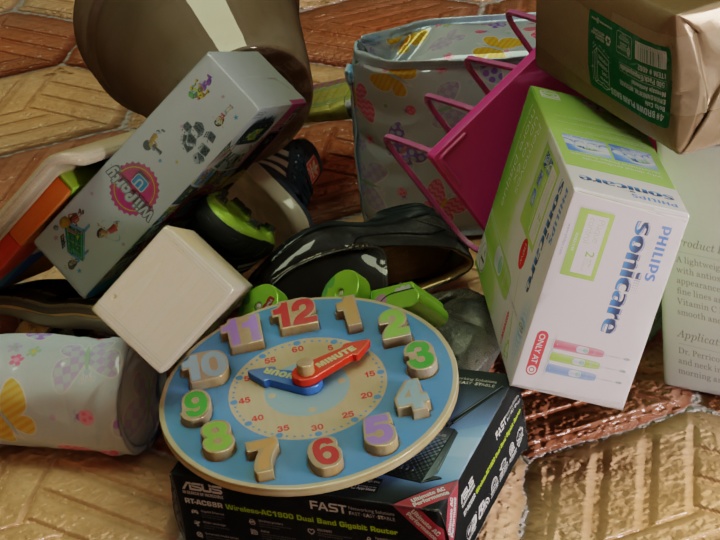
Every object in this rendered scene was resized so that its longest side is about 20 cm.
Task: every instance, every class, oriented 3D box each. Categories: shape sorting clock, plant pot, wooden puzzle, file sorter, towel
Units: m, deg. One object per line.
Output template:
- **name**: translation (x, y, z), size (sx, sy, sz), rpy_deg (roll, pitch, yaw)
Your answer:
- **shape sorting clock**: translation (-0.034, 0.077, 1.313), size (0.198, 0.040, 0.201), rpy_deg (-7, 31, 4)
- **plant pot**: translation (-0.125, -0.184, 1.689), size (0.198, 0.201, 0.174), rpy_deg (-14, 41, -17)
- **wooden puzzle**: translation (-0.244, -0.039, 1.571), size (0.200, 0.037, 0.185), rpy_deg (-40, -3, 22)
- **file sorter**: translation (0.137, -0.117, 1.556), size (0.200, 0.139, 0.125), rpy_deg (-44, 26, -9)
- **towel**: translation (-0.088, -0.138, 1.819), size (0.198, 0.023, 0.144), rpy_deg (-13, 14, 8)

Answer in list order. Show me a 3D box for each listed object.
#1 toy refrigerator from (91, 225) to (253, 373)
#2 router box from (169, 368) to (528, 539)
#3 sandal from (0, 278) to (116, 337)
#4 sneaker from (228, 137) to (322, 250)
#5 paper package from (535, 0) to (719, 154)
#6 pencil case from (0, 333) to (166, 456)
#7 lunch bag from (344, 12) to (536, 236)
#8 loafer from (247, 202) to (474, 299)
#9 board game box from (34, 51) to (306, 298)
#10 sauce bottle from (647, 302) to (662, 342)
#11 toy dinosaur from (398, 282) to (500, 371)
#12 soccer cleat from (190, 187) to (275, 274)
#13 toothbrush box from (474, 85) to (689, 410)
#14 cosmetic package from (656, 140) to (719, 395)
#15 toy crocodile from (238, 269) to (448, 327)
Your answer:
- **toy refrigerator**: translation (-0.129, 0.016, 1.394), size (0.076, 0.070, 0.200), rpy_deg (-48, -1, 1)
- **router box**: translation (-0.006, 0.125, 1.326), size (0.198, 0.063, 0.150), rpy_deg (5, 33, 23)
- **sandal**: translation (-0.236, 0.042, 1.565), size (0.199, 0.055, 0.080), rpy_deg (8, 14, 38)
- **sneaker**: translation (-0.064, -0.076, 1.751), size (0.084, 0.076, 0.200), rpy_deg (-18, 28, -15)
- **paper package**: translation (0.244, -0.177, 1.402), size (0.189, 0.104, 0.200), rpy_deg (-17, 29, -19)
- **pencil case**: translation (-0.240, 0.083, 1.453), size (0.198, 0.084, 0.091), rpy_deg (2, 28, 17)
- **lunch bag**: translation (0.091, -0.127, 1.713), size (0.198, 0.171, 0.127), rpy_deg (-5, 25, 3)
- **loafer**: translation (0.000, 0.000, 1.591), size (0.199, 0.073, 0.072), rpy_deg (-23, 35, -29)
- **board game box**: translation (-0.143, -0.077, 1.546), size (0.200, 0.064, 0.147), rpy_deg (-45, -5, 14)
- **sauce bottle**: translation (0.169, -0.003, 1.566), size (0.064, 0.065, 0.200), rpy_deg (-14, 25, -17)
- **toy dinosaur**: translation (0.067, 0.051, 1.464), size (0.101, 0.078, 0.200), rpy_deg (-7, 18, 30)
- **soccer cleat**: translation (-0.109, -0.015, 1.571), size (0.067, 0.081, 0.200), rpy_deg (37, -3, 1)
- **toothbrush box**: translation (0.147, -0.020, 1.377), size (0.085, 0.147, 0.200), rpy_deg (12, 24, -10)
- **cosmetic package**: translation (0.318, -0.025, 1.424), size (0.164, 0.202, 0.165), rpy_deg (12, 31, 31)
- **toy crocodile**: translation (-0.025, 0.046, 1.445), size (0.199, 0.067, 0.062), rpy_deg (-11, 57, 36)
